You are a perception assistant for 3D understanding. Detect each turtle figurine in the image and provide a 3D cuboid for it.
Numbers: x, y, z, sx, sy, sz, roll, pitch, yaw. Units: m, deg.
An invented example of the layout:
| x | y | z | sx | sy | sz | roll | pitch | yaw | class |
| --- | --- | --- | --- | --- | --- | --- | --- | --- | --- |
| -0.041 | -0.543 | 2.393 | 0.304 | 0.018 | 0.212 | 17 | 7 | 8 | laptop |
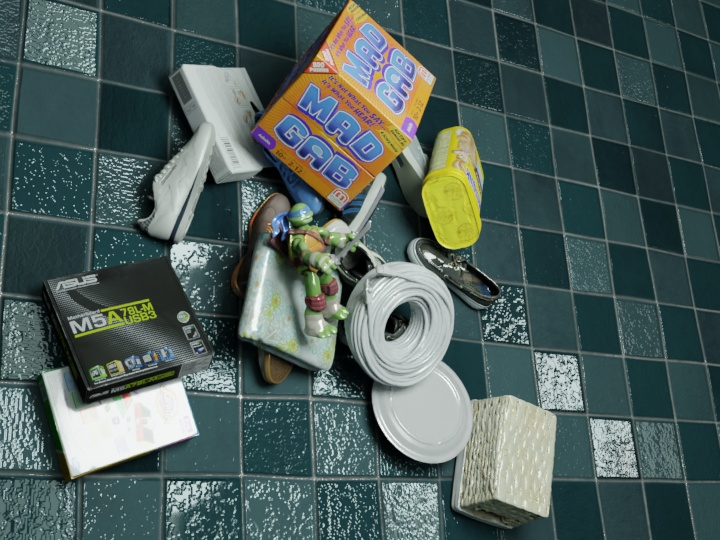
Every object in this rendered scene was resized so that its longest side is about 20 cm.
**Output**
| x | y | z | sx | sy | sz | roll | pitch | yaw | class |
| --- | --- | --- | --- | --- | --- | --- | --- | --- | --- |
| -0.034 | -0.007 | 1.391 | 0.195 | 0.144 | 0.198 | -10 | 114 | -11 | turtle figurine |

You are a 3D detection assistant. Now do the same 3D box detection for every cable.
| x | y | z | sx | sy | sz | roll | pitch | yaw | class |
| --- | --- | --- | --- | --- | --- | --- | --- | --- | --- |
| 0.064 | 0.088 | 1.511 | 0.196 | 0.069 | 0.205 | 4 | 100 | -34 | cable |

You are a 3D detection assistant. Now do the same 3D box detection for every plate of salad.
| x | y | z | sx | sy | sz | roll | pitch | yaw | class |
| --- | --- | --- | --- | --- | --- | --- | --- | --- | --- |
| 0.104 | 0.236 | 1.576 | 0.196 | 0.048 | 0.204 | 14 | 57 | -21 | plate of salad |

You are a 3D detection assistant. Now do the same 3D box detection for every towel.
| x | y | z | sx | sy | sz | roll | pitch | yaw | class |
| --- | --- | --- | --- | --- | --- | --- | --- | --- | --- |
| -0.106 | 0.054 | 1.459 | 0.199 | 0.047 | 0.175 | 30 | 59 | -44 | towel |

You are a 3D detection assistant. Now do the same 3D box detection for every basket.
| x | y | z | sx | sy | sz | roll | pitch | yaw | class |
| --- | --- | --- | --- | --- | --- | --- | --- | --- | --- |
| 0.253 | 0.329 | 1.590 | 0.133 | 0.123 | 0.204 | 23 | 61 | -23 | basket |

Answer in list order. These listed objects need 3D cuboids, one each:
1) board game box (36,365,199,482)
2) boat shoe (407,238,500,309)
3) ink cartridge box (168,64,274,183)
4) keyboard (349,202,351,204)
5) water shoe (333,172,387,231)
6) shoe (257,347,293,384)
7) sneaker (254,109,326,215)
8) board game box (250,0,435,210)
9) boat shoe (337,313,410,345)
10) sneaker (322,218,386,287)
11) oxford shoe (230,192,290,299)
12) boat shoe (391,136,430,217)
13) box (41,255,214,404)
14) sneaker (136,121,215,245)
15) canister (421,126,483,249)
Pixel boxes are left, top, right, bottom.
| x | y | z | sx | sy | sz | roll | pitch | yaw | class |
| --- | --- | --- | --- | --- | --- | --- | --- | --- | --- |
| -0.349 | 0.199 | 1.325 | 0.197 | 0.040 | 0.156 | -13 | 79 | -34 | board game box |
| 0.178 | -0.001 | 1.700 | 0.198 | 0.056 | 0.070 | 34 | 58 | -16 | boat shoe |
| -0.223 | -0.255 | 1.573 | 0.173 | 0.043 | 0.203 | -17 | 81 | -60 | ink cartridge box |
| -0.043 | -0.201 | 1.647 | 0.125 | 0.021 | 0.202 | 25 | 49 | 2 | keyboard |
| -0.021 | -0.106 | 1.634 | 0.078 | 0.072 | 0.202 | 26 | 54 | 5 | water shoe |
| -0.136 | 0.087 | 1.495 | 0.069 | 0.053 | 0.205 | 30 | 60 | -46 | shoe |
| -0.127 | -0.183 | 1.558 | 0.078 | 0.065 | 0.203 | -9 | 71 | -57 | sneaker |
| -0.025 | -0.272 | 1.513 | 0.199 | 0.199 | 0.202 | 39 | 41 | -15 | board game box |
| 0.056 | 0.106 | 1.583 | 0.196 | 0.057 | 0.069 | 8 | 40 | -27 | boat shoe |
| 0.000 | 0.000 | 1.547 | 0.199 | 0.076 | 0.088 | 40 | 9 | -44 | sneaker |
| -0.151 | -0.049 | 1.518 | 0.070 | 0.073 | 0.204 | 26 | 60 | -19 | oxford shoe |
| 0.104 | -0.202 | 1.732 | 0.071 | 0.070 | 0.204 | -22 | 83 | -33 | boat shoe |
| -0.339 | 0.080 | 1.336 | 0.197 | 0.048 | 0.195 | -12 | 60 | -33 | box |
| -0.286 | -0.147 | 1.447 | 0.079 | 0.076 | 0.204 | 20 | 83 | -5 | sneaker |
| 0.175 | -0.158 | 1.690 | 0.202 | 0.085 | 0.151 | -74 | 147 | -54 | canister |
